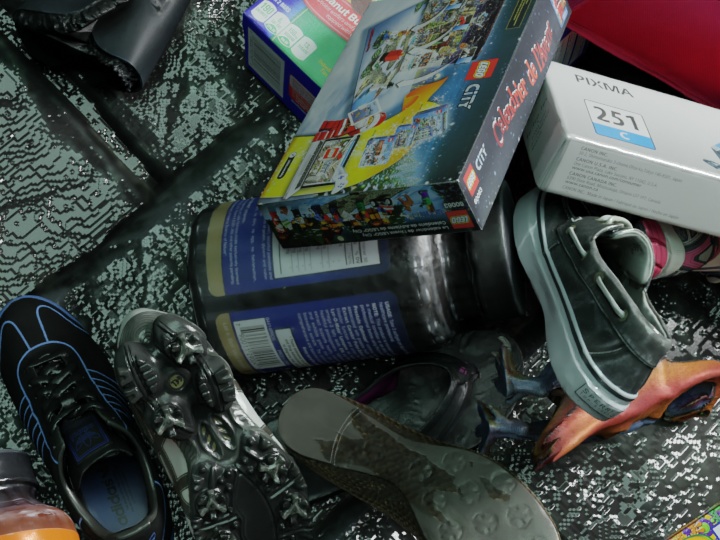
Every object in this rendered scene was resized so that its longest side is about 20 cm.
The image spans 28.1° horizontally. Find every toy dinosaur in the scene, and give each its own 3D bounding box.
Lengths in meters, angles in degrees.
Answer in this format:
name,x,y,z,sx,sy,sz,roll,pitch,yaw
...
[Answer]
name,x,y,z,sx,sy,sz,roll,pitch,yaw
toy dinosaur,0.163,0.089,0.897,0.179,0.106,0.201,2,29,-13

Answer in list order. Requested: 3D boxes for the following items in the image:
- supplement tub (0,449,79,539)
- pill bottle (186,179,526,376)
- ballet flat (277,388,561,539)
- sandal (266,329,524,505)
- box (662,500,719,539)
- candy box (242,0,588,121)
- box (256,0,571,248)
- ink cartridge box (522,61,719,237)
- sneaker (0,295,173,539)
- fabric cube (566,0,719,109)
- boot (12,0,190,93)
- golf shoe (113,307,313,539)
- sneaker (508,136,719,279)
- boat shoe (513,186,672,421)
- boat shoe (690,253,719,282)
name,x,y,z,sx,sy,sz,roll,pitch,yaw
supplement tub,-0.206,0.211,0.840,0.106,0.107,0.202,-15,69,-10
pill bottle,0.000,0.000,0.905,0.198,0.112,0.113,-8,68,13
ballet flat,0.035,0.131,0.861,0.199,0.046,0.068,25,75,27
sandal,0.022,0.097,0.932,0.199,0.048,0.076,-25,71,-12
box,0.226,0.235,0.810,0.121,0.200,0.194,-30,74,-15
candy box,0.044,-0.170,1.024,0.169,0.077,0.200,44,70,13
box,0.036,-0.100,0.867,0.135,0.038,0.201,-4,43,32
ink cartridge box,0.195,-0.090,0.917,0.198,0.045,0.177,14,34,-15
sneaker,-0.174,0.093,0.903,0.070,0.078,0.201,-29,74,-15
fabric cube,0.278,-0.243,0.974,0.199,0.196,0.201,24,65,-26
boot,-0.200,-0.235,1.032,0.199,0.077,0.169,34,66,3
golf shoe,-0.091,0.106,0.889,0.077,0.094,0.202,-26,112,-12
sneaker,0.162,-0.054,0.966,0.074,0.081,0.200,-7,37,-24
boat shoe,0.142,0.004,0.839,0.072,0.071,0.201,37,25,-28
boat shoe,0.263,-0.003,0.979,0.198,0.093,0.075,2,43,29
